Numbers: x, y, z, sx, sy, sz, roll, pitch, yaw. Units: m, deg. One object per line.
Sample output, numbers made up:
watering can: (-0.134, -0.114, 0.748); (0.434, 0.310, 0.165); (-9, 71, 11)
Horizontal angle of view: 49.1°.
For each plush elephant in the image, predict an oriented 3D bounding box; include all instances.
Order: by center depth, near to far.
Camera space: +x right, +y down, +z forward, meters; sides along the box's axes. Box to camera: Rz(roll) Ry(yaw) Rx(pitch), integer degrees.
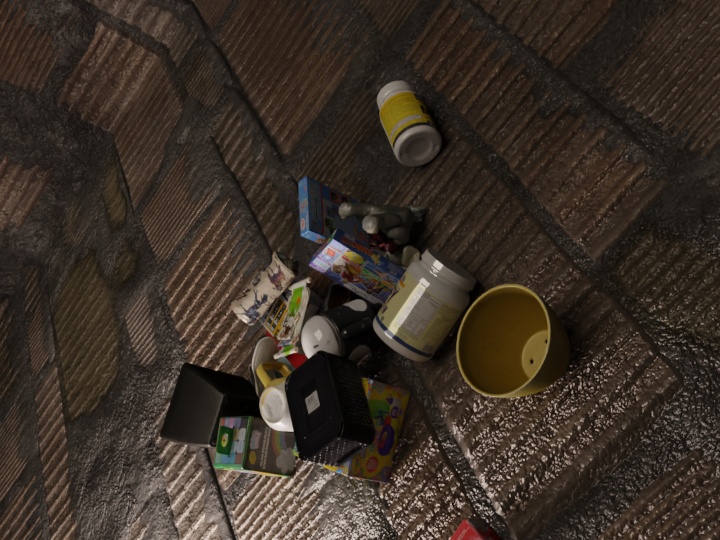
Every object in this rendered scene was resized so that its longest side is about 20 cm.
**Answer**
plush elephant: (0.054, -0.066, 1.773); (0.165, 0.200, 0.155); (29, 118, 52)

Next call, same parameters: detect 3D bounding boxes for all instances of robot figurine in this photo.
robot figurine: (-0.032, 0.139, 1.727); (0.125, 0.200, 0.151); (45, 143, 38)

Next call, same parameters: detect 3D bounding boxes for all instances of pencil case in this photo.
pencil case: (-0.232, 0.043, 1.903); (0.200, 0.078, 0.090); (-48, 28, 19)

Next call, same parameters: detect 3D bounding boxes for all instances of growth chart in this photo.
growth chart: (-0.155, 0.109, 1.797); (0.145, 0.018, 0.201); (-33, 41, 56)

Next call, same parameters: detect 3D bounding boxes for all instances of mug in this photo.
mug: (-0.162, 0.300, 1.808); (0.186, 0.153, 0.150); (9, 92, 38)

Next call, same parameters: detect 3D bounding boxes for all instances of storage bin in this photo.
storage bin: (-0.065, 0.280, 1.598); (0.135, 0.094, 0.200); (-41, 48, 28)

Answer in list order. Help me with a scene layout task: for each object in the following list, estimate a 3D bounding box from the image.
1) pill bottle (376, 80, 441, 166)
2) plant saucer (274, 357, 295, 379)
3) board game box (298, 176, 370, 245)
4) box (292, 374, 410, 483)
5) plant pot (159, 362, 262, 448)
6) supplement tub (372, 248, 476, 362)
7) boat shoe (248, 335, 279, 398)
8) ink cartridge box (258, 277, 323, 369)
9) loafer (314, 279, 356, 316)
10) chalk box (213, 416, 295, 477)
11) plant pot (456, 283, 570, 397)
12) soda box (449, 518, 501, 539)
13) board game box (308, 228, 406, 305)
pill bottle: (0.109, -0.350, 1.858); (0.114, 0.114, 0.200); (-43, 46, 27)
plant saucer: (-0.144, 0.195, 1.957); (0.201, 0.039, 0.202); (-23, 57, 40)
board game box: (-0.060, -0.121, 1.878); (0.037, 0.200, 0.152); (-30, 52, 38)
box: (-0.021, 0.327, 1.692); (0.192, 0.122, 0.201); (7, 78, 50)
plant pot: (-0.355, 0.365, 1.992); (0.177, 0.200, 0.200); (9, 80, 49)
supplement tub: (0.133, 0.071, 1.617); (0.200, 0.145, 0.145); (-57, 41, 13)
boat shoe: (-0.240, 0.230, 1.938); (0.060, 0.074, 0.200); (47, 149, 42)
ink cartridge box: (-0.180, 0.120, 1.935); (0.200, 0.084, 0.176); (39, 102, 49)
loafer: (-0.041, 0.049, 1.841); (0.072, 0.073, 0.200); (-55, 10, 55)
chalk box: (-0.263, 0.414, 1.865); (0.124, 0.200, 0.125); (-12, 64, 45)
plant pot: (0.293, 0.138, 1.407); (0.200, 0.142, 0.201); (-23, 58, 41)
soda box: (0.172, 0.546, 1.420); (0.200, 0.063, 0.070); (-59, 40, 12)
board game box: (0.000, 0.000, 1.735); (0.135, 0.200, 0.035); (-43, 19, 52)
